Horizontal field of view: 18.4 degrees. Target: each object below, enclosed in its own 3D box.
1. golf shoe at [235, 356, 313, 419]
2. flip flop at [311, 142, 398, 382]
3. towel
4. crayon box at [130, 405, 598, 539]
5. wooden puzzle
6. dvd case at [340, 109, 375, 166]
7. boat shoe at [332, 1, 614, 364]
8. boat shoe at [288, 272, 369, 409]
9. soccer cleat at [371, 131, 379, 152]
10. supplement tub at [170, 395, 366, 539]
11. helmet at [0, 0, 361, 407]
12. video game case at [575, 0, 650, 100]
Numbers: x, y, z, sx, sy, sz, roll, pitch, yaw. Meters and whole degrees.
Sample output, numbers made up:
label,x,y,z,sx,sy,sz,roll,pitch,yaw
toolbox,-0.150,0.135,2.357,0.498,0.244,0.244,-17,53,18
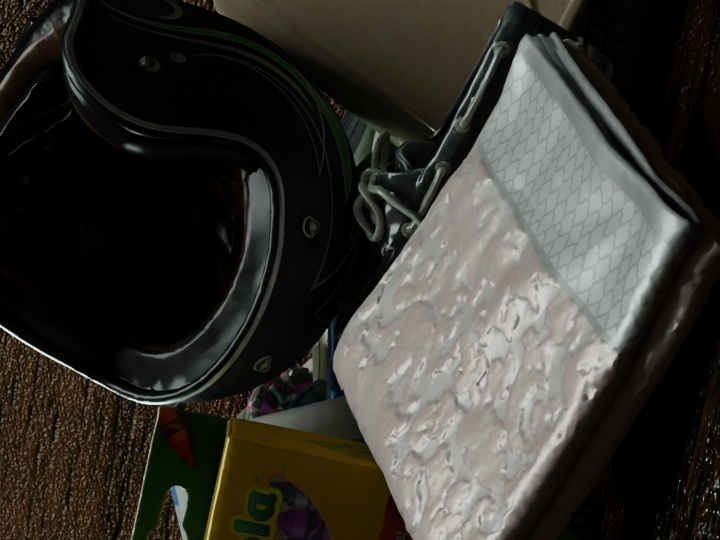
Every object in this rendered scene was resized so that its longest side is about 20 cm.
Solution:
label,x,y,z,sx,sy,sz,roll,pitch,yaw
golf shoe,-0.018,0.086,1.340,0.200,0.073,0.092,-21,-19,-47
flip flop,0.000,0.000,1.217,0.058,0.081,0.200,55,156,30
towel,0.060,0.018,0.907,0.191,0.032,0.200,-60,26,19
crayon box,-0.006,0.143,0.990,0.051,0.199,0.127,-113,34,-83
wooden puzzle,0.029,-0.156,1.068,0.037,0.185,0.200,-29,-30,-48
dvd case,0.041,-0.029,1.340,0.200,0.016,0.149,64,-150,-29
boat shoe,0.033,-0.034,1.030,0.199,0.068,0.074,-53,10,26
boat shoe,-0.007,0.077,1.201,0.084,0.068,0.200,-86,7,-60
soccer cleat,0.045,-0.111,1.277,0.078,0.069,0.200,109,180,-60
supplement tub,-0.013,0.165,1.089,0.132,0.132,0.200,138,119,-85
helmet,-0.094,-0.034,1.093,0.200,0.190,0.200,-50,21,27
video game case,0.121,-0.141,1.199,0.200,0.045,0.182,172,109,-87
